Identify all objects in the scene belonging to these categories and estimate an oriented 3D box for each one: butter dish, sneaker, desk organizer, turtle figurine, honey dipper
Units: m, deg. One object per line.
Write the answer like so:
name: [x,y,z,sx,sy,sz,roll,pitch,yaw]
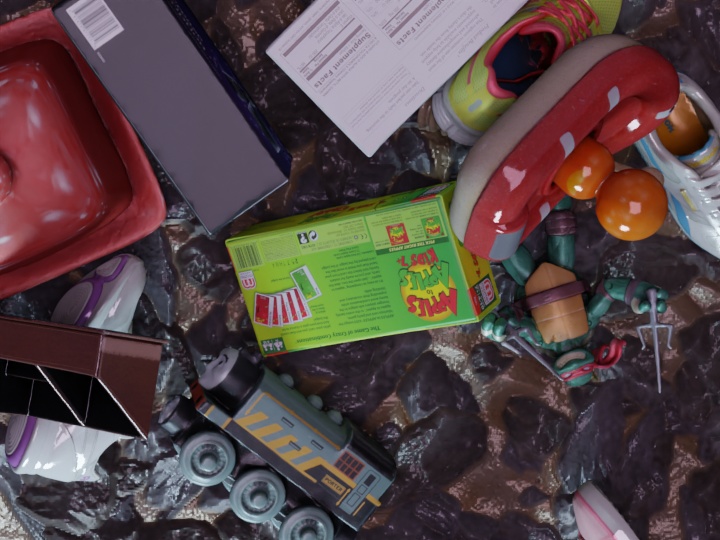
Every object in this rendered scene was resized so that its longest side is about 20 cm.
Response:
butter dish: [-0.276,-0.079,1.215,0.199,0.148,0.200,-24,101,2]
sneaker: [0.144,-0.174,1.212,0.078,0.090,0.200,44,67,-5]
desk organizer: [-0.249,0.076,1.216,0.200,0.072,0.077,6,85,35]
sneaker: [-0.214,0.081,1.299,0.099,0.075,0.200,22,98,-29]
sneaker: [0.275,-0.076,1.265,0.076,0.081,0.200,-40,101,4]
turtle figurine: [0.156,0.021,1.272,0.149,0.101,0.200,-19,84,-16]
sneaker: [0.205,0.281,1.335,0.105,0.075,0.200,-30,105,-1]
honey dipper: [0.142,-0.099,1.245,0.200,0.038,0.038,20,101,15]

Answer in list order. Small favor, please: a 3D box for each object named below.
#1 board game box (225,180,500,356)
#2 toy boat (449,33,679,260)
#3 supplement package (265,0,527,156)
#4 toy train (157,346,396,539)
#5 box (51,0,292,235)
board game box: [0.000,0.000,1.243,0.200,0.048,0.102,-11,103,31]
toy boat: [0.166,-0.073,1.145,0.131,0.131,0.200,40,69,14]
supplement package: [0.039,-0.199,1.195,0.200,0.156,0.111,-43,97,7]
toy train: [-0.066,0.149,1.296,0.200,0.085,0.114,39,92,-16]
box: [-0.138,-0.139,1.210,0.079,0.141,0.200,-34,100,3]
